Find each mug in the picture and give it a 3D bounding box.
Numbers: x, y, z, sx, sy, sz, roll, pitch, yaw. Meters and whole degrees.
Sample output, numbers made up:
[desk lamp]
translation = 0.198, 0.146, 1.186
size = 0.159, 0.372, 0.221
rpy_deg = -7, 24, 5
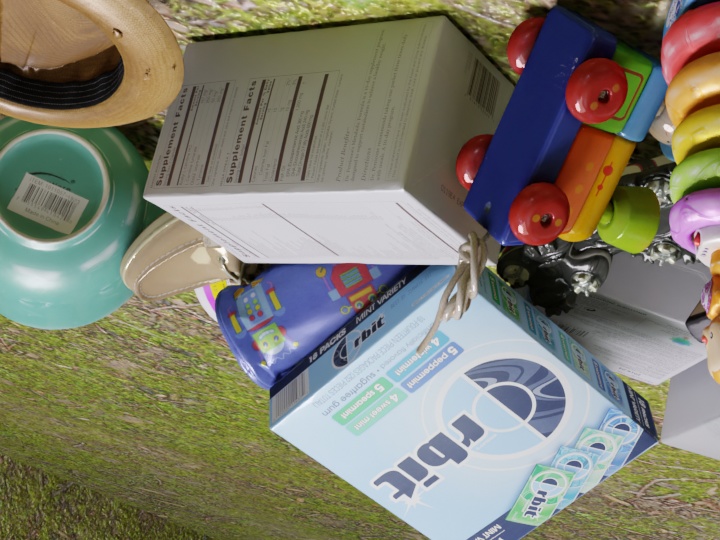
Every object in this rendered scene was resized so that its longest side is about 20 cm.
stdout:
[mug]
translation = -0.213, -0.049, 1.115
size = 0.183, 0.153, 0.115
rpy_deg = -22, 167, -13

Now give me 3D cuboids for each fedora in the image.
[fedora]
translation = -0.182, -0.156, 0.846
size = 0.198, 0.083, 0.201
rpy_deg = 11, 157, 5

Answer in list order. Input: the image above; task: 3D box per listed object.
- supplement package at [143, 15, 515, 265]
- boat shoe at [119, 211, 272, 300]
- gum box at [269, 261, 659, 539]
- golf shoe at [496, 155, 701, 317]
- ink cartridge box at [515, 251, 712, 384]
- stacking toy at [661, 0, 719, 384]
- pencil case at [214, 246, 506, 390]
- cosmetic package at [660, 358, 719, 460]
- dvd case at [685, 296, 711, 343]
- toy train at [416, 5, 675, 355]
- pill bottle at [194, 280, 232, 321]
[supplement package]
translation = -0.016, -0.074, 0.918
size = 0.198, 0.111, 0.114
rpy_deg = 1, 159, 36
[boat shoe]
translation = -0.077, -0.021, 1.053
size = 0.198, 0.065, 0.072
rpy_deg = -24, 153, 8
[gum box]
translation = 0.068, 0.095, 0.990
size = 0.170, 0.045, 0.200
rpy_deg = -40, 120, 23
[golf shoe]
translation = 0.168, -0.046, 0.927
size = 0.199, 0.089, 0.077
rpy_deg = -22, 127, 41
[ink cartridge box]
translation = 0.186, 0.020, 1.102
size = 0.135, 0.077, 0.200
rpy_deg = 19, 161, -3
[stacking toy]
translation = 0.186, -0.039, 0.711
size = 0.109, 0.202, 0.116
rpy_deg = 13, 161, 2
[pencil case]
translation = 0.000, 0.000, 1.002
size = 0.199, 0.078, 0.087
rpy_deg = -31, -173, 12
[cosmetic package]
translation = 0.353, 0.082, 1.093
size = 0.197, 0.124, 0.200
rpy_deg = 16, 164, -5
[dvd case]
translation = 0.258, -0.038, 0.737
size = 0.018, 0.143, 0.200
rpy_deg = 47, 147, -9
[toy train]
translation = 0.114, -0.033, 0.830
size = 0.115, 0.202, 0.085
rpy_deg = 13, -160, -29
[pill bottle]
translation = -0.031, -0.006, 1.150
size = 0.199, 0.105, 0.104
rpy_deg = -2, 157, 43
